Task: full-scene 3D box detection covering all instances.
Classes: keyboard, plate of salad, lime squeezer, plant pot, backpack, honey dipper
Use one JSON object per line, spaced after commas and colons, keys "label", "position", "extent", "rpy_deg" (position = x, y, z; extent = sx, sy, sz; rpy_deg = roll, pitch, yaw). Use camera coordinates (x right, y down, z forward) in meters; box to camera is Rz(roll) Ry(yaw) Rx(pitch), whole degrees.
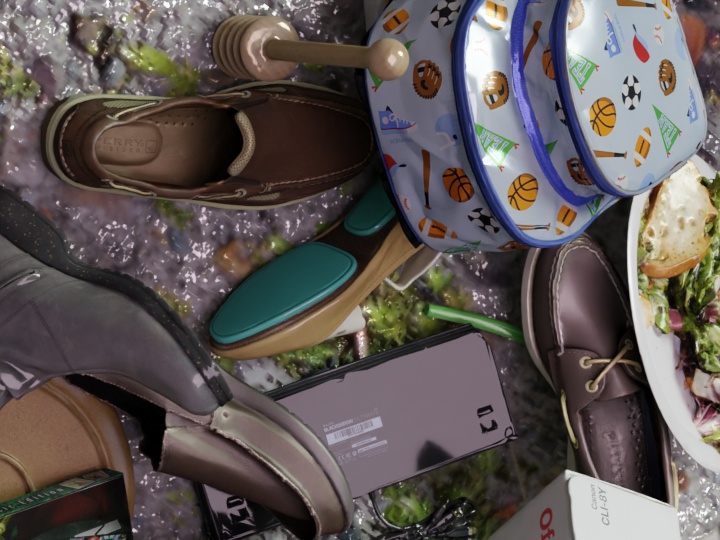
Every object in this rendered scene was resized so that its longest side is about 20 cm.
{"label": "keyboard", "position": [0.001, 0.118, 1.751], "extent": [0.200, 0.021, 0.127], "rpy_deg": [-18, 96, -17]}
{"label": "plate of salad", "position": [0.214, 0.022, 1.788], "extent": [0.200, 0.048, 0.200], "rpy_deg": [29, 55, -54]}
{"label": "lime squeezer", "position": [0.122, 0.072, 1.812], "extent": [0.071, 0.038, 0.200], "rpy_deg": [-33, 113, 15]}
{"label": "plant pot", "position": [-0.215, 0.130, 1.653], "extent": [0.200, 0.027, 0.200], "rpy_deg": [-3, 96, -25]}
{"label": "backpack", "position": [0.093, -0.098, 1.663], "extent": [0.190, 0.154, 0.200], "rpy_deg": [-38, 110, -39]}
{"label": "honey dipper", "position": [-0.026, -0.121, 1.620], "extent": [0.038, 0.200, 0.038], "rpy_deg": [-2, 96, -26]}

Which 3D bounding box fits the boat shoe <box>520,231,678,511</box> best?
{"label": "boat shoe", "position": [0.147, 0.071, 1.761], "extent": [0.072, 0.060, 0.200], "rpy_deg": [-16, 103, -18]}

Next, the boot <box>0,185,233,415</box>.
{"label": "boot", "position": [-0.174, 0.053, 1.591], "extent": [0.132, 0.200, 0.070], "rpy_deg": [-47, 148, -18]}

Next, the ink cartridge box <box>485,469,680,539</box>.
{"label": "ink cartridge box", "position": [0.101, 0.231, 1.697], "extent": [0.083, 0.200, 0.145], "rpy_deg": [19, 47, -26]}

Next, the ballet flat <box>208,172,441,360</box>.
{"label": "ballet flat", "position": [0.000, 0.000, 1.723], "extent": [0.200, 0.069, 0.063], "rpy_deg": [-41, 125, -15]}

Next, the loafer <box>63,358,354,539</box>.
{"label": "loafer", "position": [-0.092, 0.093, 1.669], "extent": [0.200, 0.073, 0.071], "rpy_deg": [40, 65, -5]}

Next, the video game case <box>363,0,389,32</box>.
{"label": "video game case", "position": [0.084, -0.192, 1.764], "extent": [0.182, 0.023, 0.200], "rpy_deg": [-10, 100, -24]}

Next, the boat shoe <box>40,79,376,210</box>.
{"label": "boat shoe", "position": [-0.075, -0.067, 1.672], "extent": [0.202, 0.075, 0.075], "rpy_deg": [-6, 98, -25]}

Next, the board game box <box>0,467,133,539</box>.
{"label": "board game box", "position": [-0.210, 0.185, 1.618], "extent": [0.200, 0.023, 0.105], "rpy_deg": [-17, 110, -34]}
